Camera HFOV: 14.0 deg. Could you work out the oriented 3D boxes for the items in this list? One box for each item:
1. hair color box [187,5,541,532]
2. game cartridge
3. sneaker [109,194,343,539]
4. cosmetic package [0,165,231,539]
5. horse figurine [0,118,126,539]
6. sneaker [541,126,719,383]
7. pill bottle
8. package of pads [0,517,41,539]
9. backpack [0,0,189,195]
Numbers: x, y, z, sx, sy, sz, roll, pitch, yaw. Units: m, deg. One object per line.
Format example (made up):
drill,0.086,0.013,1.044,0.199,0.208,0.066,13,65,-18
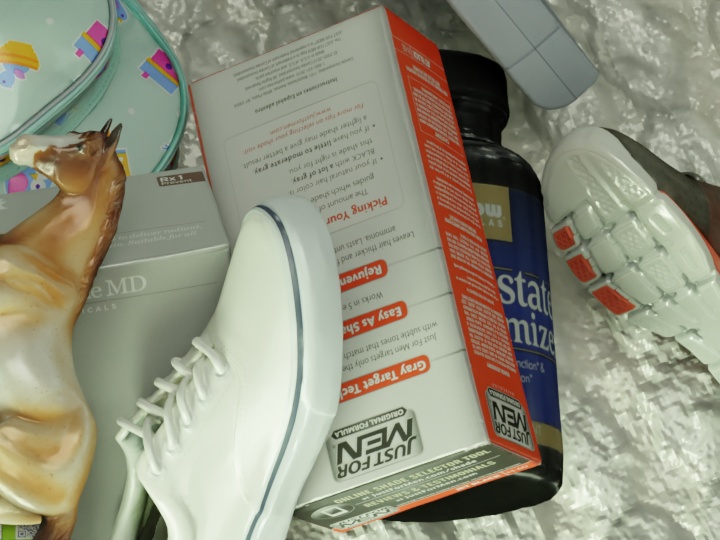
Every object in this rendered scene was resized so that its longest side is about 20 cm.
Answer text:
hair color box,0.000,0.000,1.247,0.101,0.061,0.200,-20,69,20
game cartridge,0.030,-0.163,1.325,0.041,0.133,0.200,-41,117,3
sneaker,-0.059,0.063,1.176,0.071,0.200,0.073,-2,28,-29
cosmetic package,-0.102,0.064,1.257,0.107,0.200,0.090,-11,31,-8
horse figurine,-0.149,0.046,1.143,0.132,0.050,0.200,-5,85,-23
sneaker,0.162,-0.011,1.354,0.200,0.077,0.082,43,54,-27
pill bottle,0.031,0.007,1.329,0.112,0.112,0.200,-2,75,-7
package of pads,-0.199,0.180,1.221,0.154,0.068,0.200,0,117,-6
backpack,-0.175,-0.083,1.314,0.200,0.153,0.176,47,69,-1
